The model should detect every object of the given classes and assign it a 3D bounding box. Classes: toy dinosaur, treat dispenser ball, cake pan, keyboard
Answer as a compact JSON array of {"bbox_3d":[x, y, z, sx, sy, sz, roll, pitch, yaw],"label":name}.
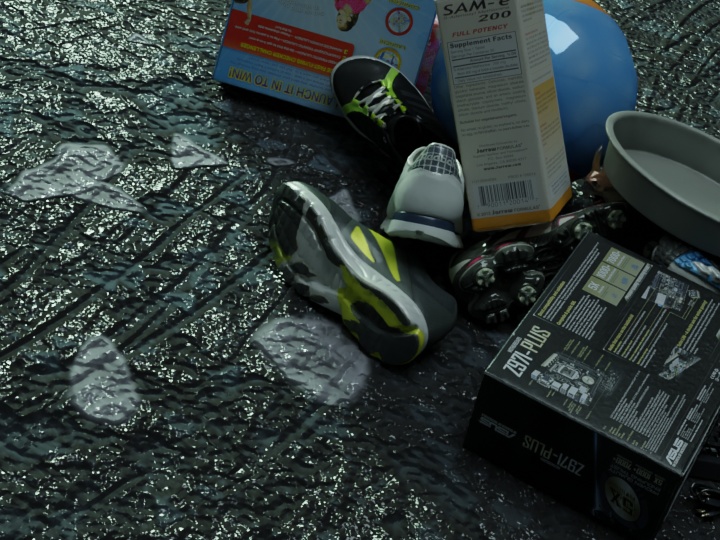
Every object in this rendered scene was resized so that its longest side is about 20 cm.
[{"bbox_3d":[0.288,-0.102,1.427,0.136,0.086,0.200,56,31,-19],"label":"toy dinosaur"},{"bbox_3d":[0.168,-0.178,1.435,0.200,0.202,0.201,13,34,-9],"label":"treat dispenser ball"},{"bbox_3d":[0.294,-0.070,1.270,0.199,0.037,0.201,21,28,-11],"label":"cake pan"},{"bbox_3d":[0.311,0.157,1.188,0.199,0.021,0.127,10,34,-11],"label":"keyboard"}]

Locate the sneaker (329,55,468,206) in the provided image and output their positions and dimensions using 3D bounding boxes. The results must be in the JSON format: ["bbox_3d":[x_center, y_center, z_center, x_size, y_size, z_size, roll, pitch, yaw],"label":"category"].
[{"bbox_3d":[0.042,-0.139,1.383,0.072,0.083,0.200,-40,70,-4],"label":"sneaker"}]

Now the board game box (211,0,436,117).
[{"bbox_3d":[-0.026,-0.259,1.457,0.199,0.197,0.056,16,15,-4],"label":"board game box"}]

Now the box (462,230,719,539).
[{"bbox_3d":[0.199,0.086,1.144,0.163,0.086,0.200,27,45,15],"label":"box"}]

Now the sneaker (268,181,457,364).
[{"bbox_3d":[0.000,0.000,1.230,0.084,0.075,0.200,-13,53,-46],"label":"sneaker"}]

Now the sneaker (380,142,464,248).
[{"bbox_3d":[0.061,-0.064,1.272,0.076,0.081,0.200,9,1,-3],"label":"sneaker"}]

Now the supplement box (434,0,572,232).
[{"bbox_3d":[0.127,-0.146,1.280,0.073,0.201,0.126,-7,10,18],"label":"supplement box"}]

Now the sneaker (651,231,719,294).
[{"bbox_3d":[0.299,0.031,1.266,0.200,0.087,0.075,24,25,-45],"label":"sneaker"}]

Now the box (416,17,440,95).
[{"bbox_3d":[0.027,-0.277,1.599,0.094,0.103,0.200,11,33,-11],"label":"box"}]

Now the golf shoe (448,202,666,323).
[{"bbox_3d":[0.171,-0.023,1.287,0.199,0.078,0.088,-15,24,-8],"label":"golf shoe"}]
